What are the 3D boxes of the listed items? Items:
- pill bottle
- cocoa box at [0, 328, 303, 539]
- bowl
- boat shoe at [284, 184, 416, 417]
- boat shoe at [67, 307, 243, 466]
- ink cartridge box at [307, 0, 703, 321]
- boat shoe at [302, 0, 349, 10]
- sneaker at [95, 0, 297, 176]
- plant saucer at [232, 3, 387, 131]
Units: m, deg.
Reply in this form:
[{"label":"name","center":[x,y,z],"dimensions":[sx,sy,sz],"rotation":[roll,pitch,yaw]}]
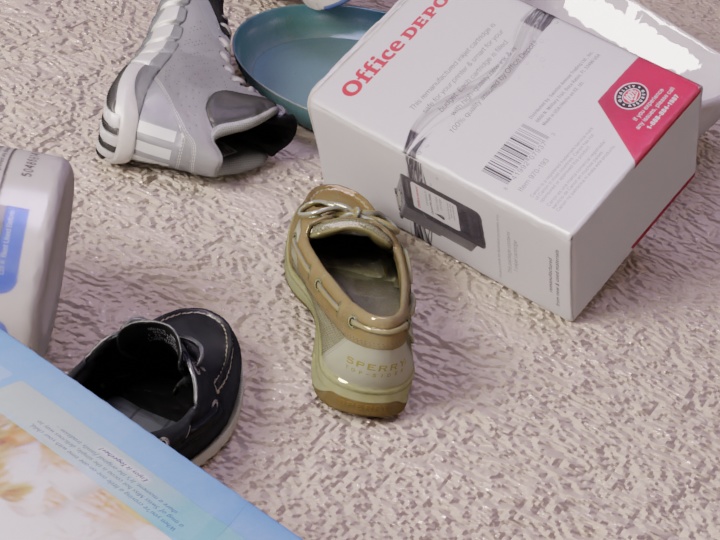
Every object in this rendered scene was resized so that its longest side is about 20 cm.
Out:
[{"label":"pill bottle","center":[-0.249,-0.017,0.881],"dimensions":[0.198,0.115,0.114],"rotation":[10,30,-5]},{"label":"cocoa box","center":[-0.140,0.126,0.665],"dimensions":[0.199,0.132,0.133],"rotation":[30,35,28]},{"label":"bowl","center":[0.156,-0.143,1.246],"dimensions":[0.199,0.075,0.200],"rotation":[34,25,18]},{"label":"boat shoe","center":[-0.002,0.000,0.994],"dimensions":[0.072,0.064,0.201],"rotation":[8,31,-8]},{"label":"boat shoe","center":[-0.105,0.058,0.857],"dimensions":[0.074,0.067,0.199],"rotation":[21,31,15]},{"label":"ink cartridge box","center":[0.088,-0.083,1.098],"dimensions":[0.199,0.084,0.145],"rotation":[30,61,27]},{"label":"boat shoe","center":[-0.049,-0.253,1.340],"dimensions":[0.072,0.073,0.200],"rotation":[-33,26,-14]},{"label":"sneaker","center":[-0.091,-0.119,1.164],"dimensions":[0.114,0.076,0.201],"rotation":[18,41,1]},{"label":"plant saucer","center":[0.005,-0.135,1.260],"dimensions":[0.198,0.028,0.201],"rotation":[9,31,-5]}]
